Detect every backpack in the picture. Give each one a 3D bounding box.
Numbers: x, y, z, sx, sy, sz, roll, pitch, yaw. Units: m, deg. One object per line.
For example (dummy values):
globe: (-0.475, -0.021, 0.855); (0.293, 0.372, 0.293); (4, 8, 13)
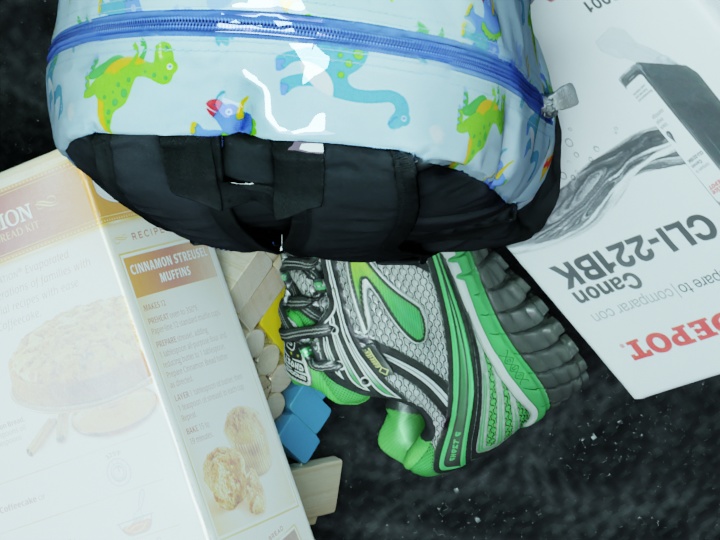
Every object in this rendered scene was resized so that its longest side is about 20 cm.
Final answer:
backpack: (-0.019, -0.064, 0.817); (0.163, 0.200, 0.154); (9, 101, 8)

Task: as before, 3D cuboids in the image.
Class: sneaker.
sneaker: (0.000, 0.000, 0.985); (0.085, 0.078, 0.200); (-41, 121, -4)

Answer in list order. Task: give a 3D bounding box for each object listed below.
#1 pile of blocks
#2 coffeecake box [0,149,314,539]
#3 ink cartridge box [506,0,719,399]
pile of blocks: (-0.054, 0.060, 1.061); (0.062, 0.082, 0.201); (23, 108, 39)
coffeecake box: (-0.111, 0.070, 0.995); (0.153, 0.073, 0.201); (-20, 89, 27)
ink cartridge box: (0.098, -0.065, 0.947); (0.200, 0.084, 0.144); (48, 141, -17)
